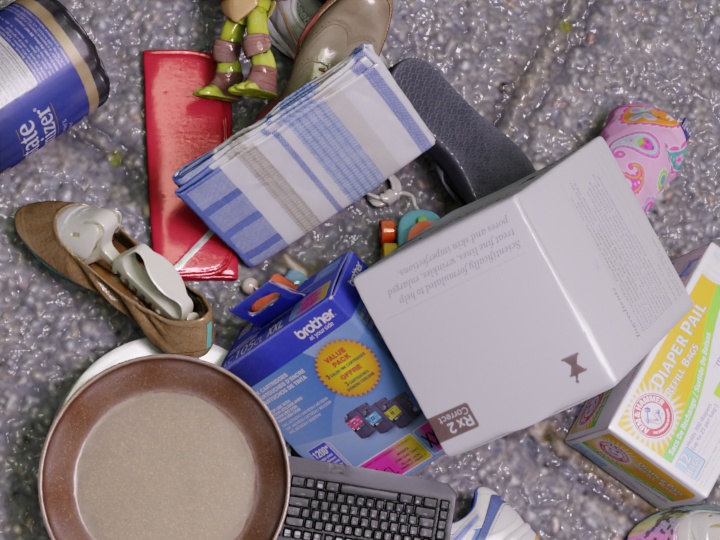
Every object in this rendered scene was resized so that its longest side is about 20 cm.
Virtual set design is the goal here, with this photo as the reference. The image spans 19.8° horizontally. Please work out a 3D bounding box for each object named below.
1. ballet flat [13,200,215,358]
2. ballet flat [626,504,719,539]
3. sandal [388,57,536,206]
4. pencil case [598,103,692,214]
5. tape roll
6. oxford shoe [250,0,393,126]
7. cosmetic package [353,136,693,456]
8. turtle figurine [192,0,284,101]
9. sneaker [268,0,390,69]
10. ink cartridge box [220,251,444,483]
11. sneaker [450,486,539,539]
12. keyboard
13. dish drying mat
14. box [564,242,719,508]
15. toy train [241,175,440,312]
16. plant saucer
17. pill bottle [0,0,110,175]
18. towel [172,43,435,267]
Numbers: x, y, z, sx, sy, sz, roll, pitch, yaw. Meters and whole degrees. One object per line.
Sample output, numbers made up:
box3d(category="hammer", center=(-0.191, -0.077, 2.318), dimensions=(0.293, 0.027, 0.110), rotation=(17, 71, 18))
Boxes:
box3d(category="ballet flat", center=(-0.195, -0.006, 1.682), dimensions=(0.200, 0.072, 0.068), rotation=(40, 53, 9))
box3d(category="ballet flat", center=(0.334, 0.240, 1.812), dimensions=(0.199, 0.071, 0.070), rotation=(4, 79, -16))
box3d(category="sandal", center=(0.090, -0.101, 1.796), dimensions=(0.200, 0.043, 0.076), rotation=(51, 57, -11))
box3d(category="pencil case", center=(0.219, -0.059, 1.810), dimensions=(0.087, 0.087, 0.200), rotation=(40, 54, -6))
box3d(category="tape roll", center=(-0.157, 0.154, 1.701), dimensions=(0.202, 0.037, 0.204), rotation=(4, 78, -16))
box3d(category="oxford shoe", center=(-0.030, -0.148, 1.725), dimensions=(0.070, 0.075, 0.200), rotation=(23, 114, -17))
box3d(category="cosmetic package", center=(0.133, 0.018, 1.644), dimensions=(0.166, 0.164, 0.200), rotation=(61, 31, -2))
box3d(category="turtle figurine", center=(-0.105, -0.226, 1.746), dimensions=(0.064, 0.199, 0.162), rotation=(9, 84, -56))
box3d(category="sneaker", center=(-0.013, -0.183, 1.782), dimensions=(0.200, 0.092, 0.076), rotation=(46, 70, -4))
box3d(category="ink cartridge box", center=(-0.018, 0.080, 1.684), dimensions=(0.200, 0.136, 0.076), rotation=(47, 31, -14))
box3d(category="sneaker", center=(0.053, 0.259, 1.735), dimensions=(0.199, 0.075, 0.088), rotation=(-30, 67, -19))
box3d(category="keyboard", center=(-0.028, 0.219, 1.670), dimensions=(0.199, 0.021, 0.128), rotation=(9, 88, 1))
box3d(category="dish drying mat", center=(-0.144, -0.091, 1.764), dimensions=(0.076, 0.018, 0.201), rotation=(0, 79, -16))
box3d(category="box", center=(0.284, 0.094, 1.810), dimensions=(0.112, 0.101, 0.200), rotation=(34, 72, -8))
box3d(category="toy train", center=(0.000, 0.000, 1.755), dimensions=(0.150, 0.056, 0.200), rotation=(37, 69, 7))
box3d(category="plant saucer", center=(-0.155, 0.168, 1.644), dimensions=(0.199, 0.037, 0.202), rotation=(0, 82, -3))
box3d(category="pill bottle", center=(-0.311, -0.130, 1.672), dimensions=(0.200, 0.112, 0.112), rotation=(-38, 91, -19))
box3d(category="towel", center=(-0.044, -0.092, 1.705), dimensions=(0.200, 0.147, 0.024), rotation=(-34, 52, 7))
